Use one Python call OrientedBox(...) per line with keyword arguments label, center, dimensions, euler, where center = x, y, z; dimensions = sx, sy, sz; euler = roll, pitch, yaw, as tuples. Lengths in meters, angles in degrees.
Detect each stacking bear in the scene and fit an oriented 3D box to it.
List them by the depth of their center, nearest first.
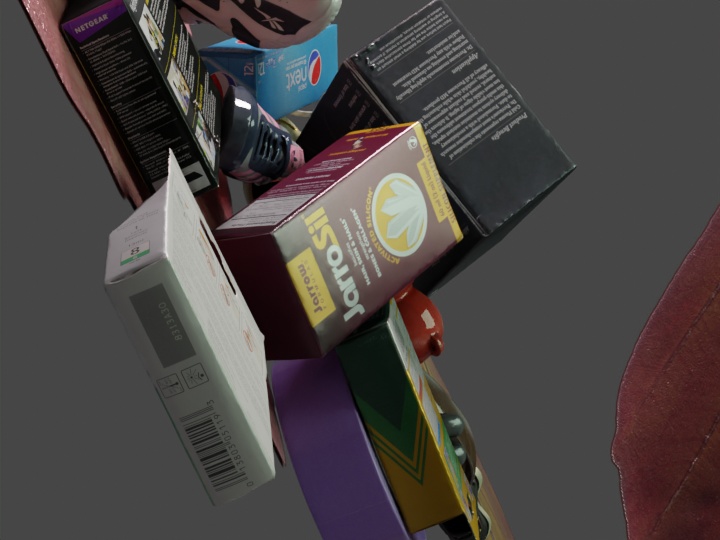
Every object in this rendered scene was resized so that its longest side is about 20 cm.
OrientedBox(label="stacking bear", center=(0.000, 0.000, 1.469), dimensions=(0.121, 0.113, 0.201), euler=(-27, -82, 52))

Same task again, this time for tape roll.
OrientedBox(label="tape roll", center=(-0.008, 0.159, 1.393), dimensions=(0.200, 0.065, 0.202), euler=(-21, 90, -85))

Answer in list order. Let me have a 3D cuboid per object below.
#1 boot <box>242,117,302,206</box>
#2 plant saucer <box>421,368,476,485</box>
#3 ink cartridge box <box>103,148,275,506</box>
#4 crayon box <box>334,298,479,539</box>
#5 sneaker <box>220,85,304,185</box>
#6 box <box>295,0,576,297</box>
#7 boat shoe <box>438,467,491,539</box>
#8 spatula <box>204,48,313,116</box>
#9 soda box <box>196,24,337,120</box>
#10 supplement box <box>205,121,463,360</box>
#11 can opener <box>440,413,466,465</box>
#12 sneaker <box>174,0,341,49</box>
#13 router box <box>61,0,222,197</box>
OrientedBox(label="boot", center=(-0.069, -0.083, 1.636), dimensions=(0.200, 0.072, 0.156), euler=(56, 10, -45))
OrientedBox(label="plant saucer", center=(0.041, 0.129, 1.593), dimensions=(0.200, 0.032, 0.201), euler=(39, -20, 17))
OrientedBox(label="ink cartridge box", center=(-0.107, 0.029, 1.047), dimensions=(0.200, 0.050, 0.162), euler=(-108, 175, -67))
OrientedBox(label="crayon box", center=(0.039, 0.128, 1.366), dimensions=(0.126, 0.051, 0.202), euler=(-80, 148, -79))
OrientedBox(label="sneaker", center=(-0.082, -0.106, 1.358), dimensions=(0.200, 0.081, 0.071), euler=(-152, -100, -85))
OrientedBox(label="box", center=(0.062, -0.104, 1.506), dimensions=(0.197, 0.124, 0.200), euler=(53, -24, 5))
OrientedBox(label="boat shoe", center=(0.125, 0.316, 2.134), dimensions=(0.202, 0.073, 0.063), euler=(79, 33, -55))
OrientedBox(label="spatula", center=(-0.078, -0.169, 1.681), dimensions=(0.199, 0.056, 0.021), euler=(30, 61, -19))
OrientedBox(label="soda box", center=(-0.085, -0.184, 1.535), dimensions=(0.200, 0.064, 0.069), euler=(-37, 130, -63))
OrientedBox(label="supplement box", center=(-0.019, -0.025, 1.323), dimensions=(0.200, 0.085, 0.111), euler=(-39, 114, -41))
OrientedBox(label="can opener", center=(0.040, 0.152, 1.533), dimensions=(0.200, 0.066, 0.053), euler=(-8, -91, 63))
OrientedBox(label="sneaker", center=(-0.121, -0.258, 1.415), dimensions=(0.198, 0.080, 0.129), euler=(21, -8, 31))
OrientedBox(label="router box", center=(-0.153, -0.149, 1.202), dimensions=(0.200, 0.051, 0.150), euler=(-99, 165, -67))
